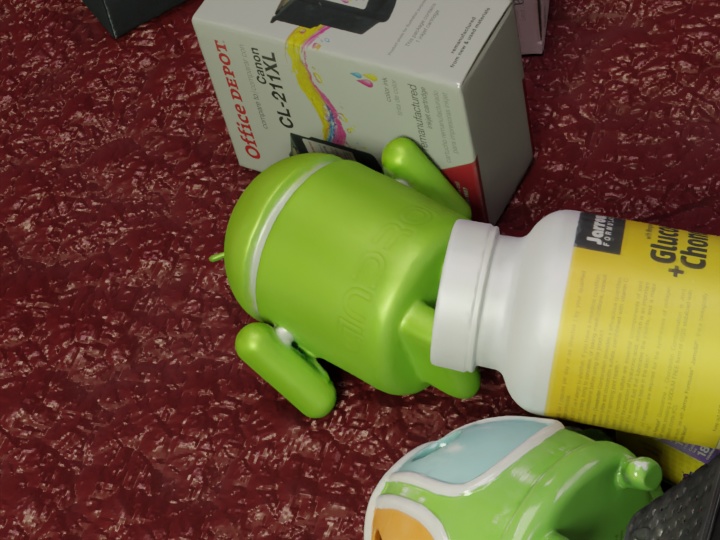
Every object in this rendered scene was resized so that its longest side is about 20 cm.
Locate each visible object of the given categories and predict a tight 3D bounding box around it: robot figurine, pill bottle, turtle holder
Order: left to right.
[{"bbox_3d":[0.000,0.000,1.084,0.199,0.116,0.176,27,71,31],"label":"robot figurine"},{"bbox_3d":[0.086,0.132,0.936,0.131,0.142,0.186,19,58,34],"label":"turtle holder"},{"bbox_3d":[0.142,0.029,0.952,0.198,0.113,0.113,10,52,7],"label":"pill bottle"}]

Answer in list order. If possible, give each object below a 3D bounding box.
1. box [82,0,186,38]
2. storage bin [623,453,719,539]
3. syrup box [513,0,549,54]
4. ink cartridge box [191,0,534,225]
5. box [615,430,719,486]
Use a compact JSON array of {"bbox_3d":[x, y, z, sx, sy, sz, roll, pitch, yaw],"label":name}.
[{"bbox_3d":[-0.165,-0.317,1.390,0.196,0.125,0.200,-29,50,-15],"label":"box"},{"bbox_3d":[0.218,0.188,0.828,0.199,0.094,0.136,30,54,-6],"label":"storage bin"},{"bbox_3d":[0.102,-0.255,1.308,0.081,0.079,0.201,1,50,12],"label":"syrup box"},{"bbox_3d":[0.004,-0.119,1.167,0.198,0.146,0.083,17,57,25],"label":"ink cartridge box"},{"bbox_3d":[0.235,0.087,1.007,0.199,0.049,0.117,28,60,28],"label":"box"}]
